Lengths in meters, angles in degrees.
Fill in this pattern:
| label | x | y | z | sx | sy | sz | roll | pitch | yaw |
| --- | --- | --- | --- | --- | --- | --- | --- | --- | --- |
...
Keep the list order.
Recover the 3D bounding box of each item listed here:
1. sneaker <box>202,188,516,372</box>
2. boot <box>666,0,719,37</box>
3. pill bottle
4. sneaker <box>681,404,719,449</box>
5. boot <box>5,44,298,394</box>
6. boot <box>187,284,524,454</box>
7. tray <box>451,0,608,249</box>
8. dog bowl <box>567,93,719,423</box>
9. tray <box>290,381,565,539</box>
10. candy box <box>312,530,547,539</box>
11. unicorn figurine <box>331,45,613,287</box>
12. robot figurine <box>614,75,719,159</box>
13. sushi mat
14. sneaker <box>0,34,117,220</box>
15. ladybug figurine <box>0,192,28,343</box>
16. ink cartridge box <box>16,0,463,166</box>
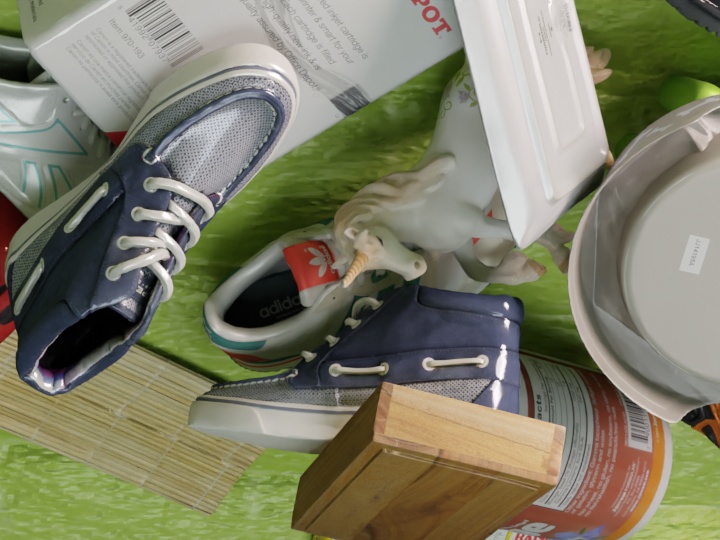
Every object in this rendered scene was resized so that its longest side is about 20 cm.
| label | x | y | z | sx | sy | sz | roll | pitch | yaw |
| --- | --- | --- | --- | --- | --- | --- | --- | --- | --- |
| sneaker | -0.001 | 0.000 | 1.297 | 0.200 | 0.070 | 0.093 | -24 | 168 | 9 |
| boot | 0.262 | -0.193 | 1.222 | 0.200 | 0.076 | 0.168 | 18 | 126 | -35 |
| pill bottle | 0.086 | 0.101 | 1.379 | 0.200 | 0.112 | 0.112 | 16 | 124 | -38 |
| sneaker | 0.245 | 0.069 | 1.415 | 0.076 | 0.092 | 0.200 | -31 | 92 | 48 |
| boot | -0.101 | -0.022 | 1.145 | 0.073 | 0.090 | 0.200 | 30 | 120 | -33 |
| boot | -0.001 | 0.056 | 1.278 | 0.200 | 0.090 | 0.073 | 1 | 167 | 22 |
| tray | 0.090 | -0.121 | 1.180 | 0.022 | 0.107 | 0.200 | -4 | 110 | 33 |
| dog bowl | 0.213 | -0.007 | 1.226 | 0.200 | 0.059 | 0.200 | 2 | 117 | 4 |
| tray | 0.032 | 0.115 | 1.226 | 0.099 | 0.037 | 0.200 | 15 | 159 | -9 |
| candy box | 0.064 | 0.189 | 1.523 | 0.200 | 0.026 | 0.102 | 7 | 124 | -20 |
| unicorn figurine | 0.062 | -0.047 | 1.257 | 0.137 | 0.200 | 0.074 | 23 | 158 | -18 |
| robot figurine | 0.243 | -0.028 | 1.311 | 0.200 | 0.116 | 0.175 | 36 | 88 | -14 |
| sushi mat | -0.145 | 0.086 | 1.392 | 0.200 | 0.012 | 0.096 | 27 | 119 | -31 |
| sneaker | -0.166 | -0.071 | 1.219 | 0.200 | 0.070 | 0.080 | 31 | 113 | -32 |
| ladybug figurine | -0.258 | 0.015 | 1.264 | 0.200 | 0.072 | 0.136 | -28 | 130 | 9 |
| ink cartridge box | -0.056 | -0.143 | 1.177 | 0.200 | 0.083 | 0.145 | -30 | 130 | 11 |
